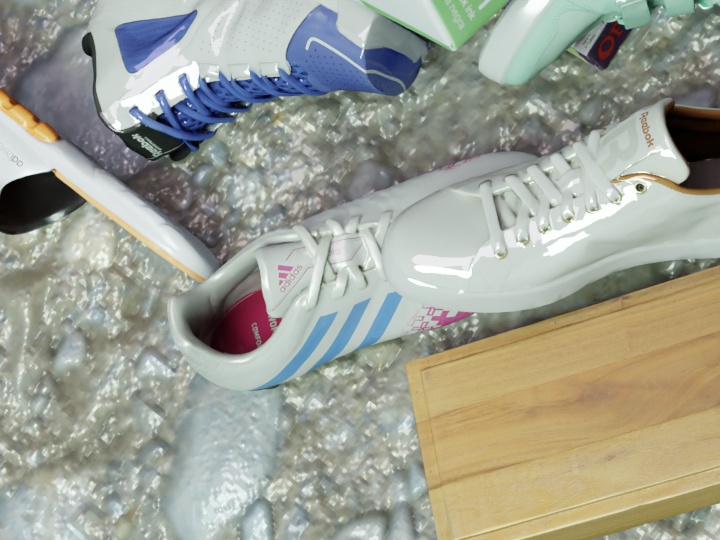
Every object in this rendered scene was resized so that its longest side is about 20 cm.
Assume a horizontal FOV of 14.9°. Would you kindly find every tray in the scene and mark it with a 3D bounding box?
[{"bbox_3d":[0.124,0.063,1.259,0.199,0.037,0.099,-18,69,18],"label":"tray"}]

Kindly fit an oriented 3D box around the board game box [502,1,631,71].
[{"bbox_3d":[0.125,-0.210,1.344,0.120,0.032,0.201,34,91,33],"label":"board game box"}]

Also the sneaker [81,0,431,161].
[{"bbox_3d":[-0.066,-0.101,1.376,0.199,0.080,0.116,23,89,35],"label":"sneaker"}]

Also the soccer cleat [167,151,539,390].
[{"bbox_3d":[0.000,0.000,1.304,0.199,0.086,0.070,-28,65,14],"label":"soccer cleat"}]

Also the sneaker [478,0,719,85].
[{"bbox_3d":[0.156,-0.122,1.264,0.200,0.074,0.118,-38,87,10],"label":"sneaker"}]

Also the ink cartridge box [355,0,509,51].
[{"bbox_3d":[0.058,-0.212,1.261,0.200,0.084,0.146,-42,39,-12],"label":"ink cartridge box"}]

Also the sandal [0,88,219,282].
[{"bbox_3d":[-0.162,-0.040,1.394,0.206,0.079,0.059,37,89,26],"label":"sandal"}]

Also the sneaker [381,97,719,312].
[{"bbox_3d":[0.104,-0.041,1.237,0.199,0.085,0.073,-13,53,-2],"label":"sneaker"}]
